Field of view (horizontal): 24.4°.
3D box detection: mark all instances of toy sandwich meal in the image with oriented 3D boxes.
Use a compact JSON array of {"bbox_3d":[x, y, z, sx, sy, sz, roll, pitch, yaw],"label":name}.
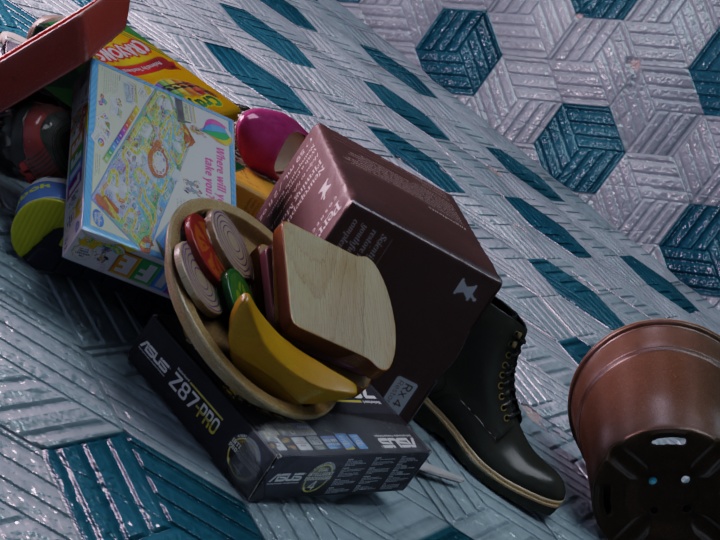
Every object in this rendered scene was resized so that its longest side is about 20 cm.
[{"bbox_3d":[-0.057,0.020,1.217,0.205,0.070,0.206,41,29,-29],"label":"toy sandwich meal"}]

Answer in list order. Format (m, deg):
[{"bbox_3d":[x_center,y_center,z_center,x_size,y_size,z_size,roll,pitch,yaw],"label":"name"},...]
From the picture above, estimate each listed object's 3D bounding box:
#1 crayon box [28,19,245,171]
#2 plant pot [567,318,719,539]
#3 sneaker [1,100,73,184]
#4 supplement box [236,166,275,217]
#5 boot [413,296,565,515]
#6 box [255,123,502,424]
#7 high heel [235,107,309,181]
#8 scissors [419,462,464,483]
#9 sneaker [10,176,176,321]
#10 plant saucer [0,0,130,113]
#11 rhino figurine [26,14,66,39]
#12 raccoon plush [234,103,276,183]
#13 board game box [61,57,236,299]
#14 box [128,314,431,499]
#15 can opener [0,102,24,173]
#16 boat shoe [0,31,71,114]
[{"bbox_3d":[-0.197,-0.157,1.521,0.199,0.051,0.127,37,23,10],"label":"crayon box"},{"bbox_3d":[0.303,0.180,1.655,0.199,0.201,0.199,34,23,-6],"label":"plant pot"},{"bbox_3d":[-0.209,-0.085,1.370,0.097,0.072,0.200,3,-18,28],"label":"sneaker"},{"bbox_3d":[-0.136,-0.071,1.632,0.199,0.069,0.067,31,14,-29],"label":"supplement box"},{"bbox_3d":[0.135,0.114,1.533,0.199,0.139,0.077,39,14,6],"label":"boot"},{"bbox_3d":[0.000,0.000,1.511,0.163,0.167,0.200,28,16,-21],"label":"box"},{"bbox_3d":[-0.046,-0.098,1.677,0.095,0.068,0.200,27,-11,38],"label":"high heel"},{"bbox_3d":[0.018,0.149,1.397,0.073,0.014,0.199,43,17,31],"label":"scissors"},{"bbox_3d":[-0.186,-0.018,1.329,0.199,0.074,0.082,30,13,-27],"label":"sneaker"},{"bbox_3d":[-0.278,-0.161,1.359,0.037,0.198,0.200,59,11,-13],"label":"plant saucer"},{"bbox_3d":[-0.262,-0.192,1.671,0.199,0.088,0.060,23,20,-43],"label":"rhino figurine"},{"bbox_3d":[-0.125,-0.097,1.705,0.199,0.097,0.134,38,22,7],"label":"raccoon plush"},{"bbox_3d":[-0.161,-0.067,1.299,0.134,0.034,0.201,23,38,-25],"label":"board game box"},{"bbox_3d":[-0.059,0.103,1.272,0.199,0.049,0.161,7,34,-53],"label":"box"},{"bbox_3d":[-0.267,-0.105,1.492,0.199,0.053,0.068,11,60,-60],"label":"can opener"},{"bbox_3d":[-0.270,-0.152,1.582,0.199,0.075,0.093,19,27,-29],"label":"boat shoe"}]
